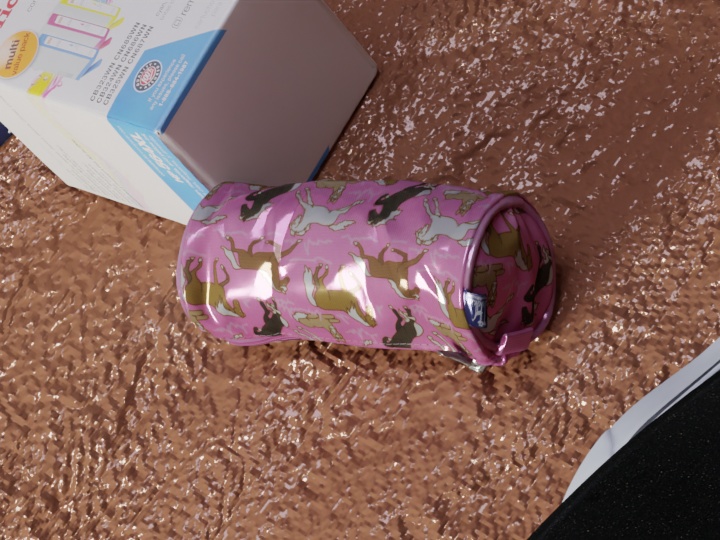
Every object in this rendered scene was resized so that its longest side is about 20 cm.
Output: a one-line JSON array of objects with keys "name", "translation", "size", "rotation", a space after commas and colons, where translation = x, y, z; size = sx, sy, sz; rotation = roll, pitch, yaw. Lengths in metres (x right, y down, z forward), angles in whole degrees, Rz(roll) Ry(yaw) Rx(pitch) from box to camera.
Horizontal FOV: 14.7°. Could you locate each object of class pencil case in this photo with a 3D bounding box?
[{"name": "pencil case", "translation": [0.000, 0.000, 1.440], "size": [0.199, 0.083, 0.087], "rotation": [4, 51, 35]}]

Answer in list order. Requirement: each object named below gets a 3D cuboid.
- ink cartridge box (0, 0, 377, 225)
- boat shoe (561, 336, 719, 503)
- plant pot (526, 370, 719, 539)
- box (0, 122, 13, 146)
[{"name": "ink cartridge box", "translation": [-0.120, -0.115, 1.568], "size": [0.199, 0.125, 0.129], "rotation": [18, 71, 39]}, {"name": "boat shoe", "translation": [0.173, 0.083, 1.274], "size": [0.199, 0.074, 0.068], "rotation": [-40, 31, -9]}, {"name": "plant pot", "translation": [0.194, 0.148, 1.143], "size": [0.199, 0.200, 0.178], "rotation": [10, 55, 38]}, {"name": "box", "translation": [-0.223, -0.142, 1.720], "size": [0.200, 0.032, 0.121], "rotation": [-45, 46, 0]}]
